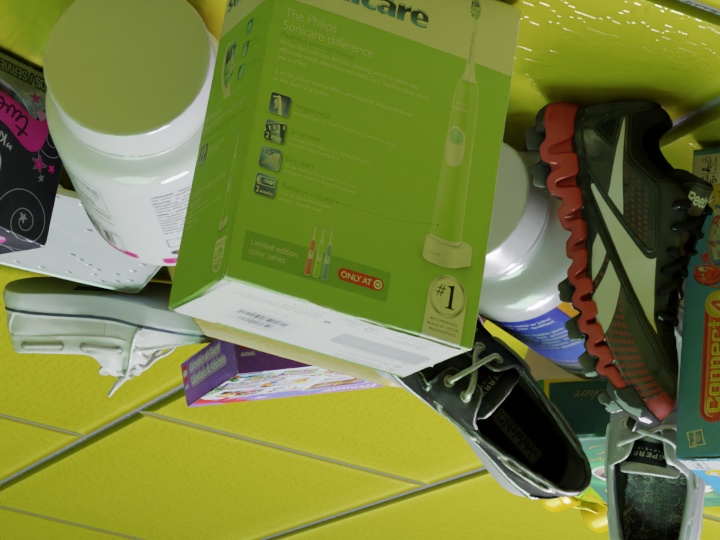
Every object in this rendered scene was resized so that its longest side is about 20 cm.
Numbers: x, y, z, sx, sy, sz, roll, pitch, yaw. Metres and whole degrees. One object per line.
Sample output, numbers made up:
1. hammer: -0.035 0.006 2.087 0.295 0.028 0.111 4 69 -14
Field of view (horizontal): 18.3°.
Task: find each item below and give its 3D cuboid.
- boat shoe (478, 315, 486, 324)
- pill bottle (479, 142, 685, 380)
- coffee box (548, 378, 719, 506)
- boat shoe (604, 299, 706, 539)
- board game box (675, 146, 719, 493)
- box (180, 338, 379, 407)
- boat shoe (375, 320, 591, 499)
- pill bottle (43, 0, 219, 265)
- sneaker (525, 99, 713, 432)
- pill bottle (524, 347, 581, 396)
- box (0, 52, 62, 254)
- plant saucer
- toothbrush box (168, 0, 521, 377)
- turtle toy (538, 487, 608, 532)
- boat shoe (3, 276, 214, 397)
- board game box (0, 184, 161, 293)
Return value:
1. boat shoe: -0.002 -0.014 1.468 0.200 0.074 0.076 36 156 -20
2. pill bottle: 0.120 -0.009 1.434 0.112 0.113 0.200 -3 159 33
3. coffee box: 0.210 0.121 1.546 0.122 0.044 0.200 -5 159 19
4. boat shoe: 0.190 0.113 1.413 0.070 0.202 0.072 3 -159 15
5. board game box: 0.261 0.049 1.398 0.056 0.201 0.196 -4 157 28
6. box: -0.028 0.068 1.765 0.199 0.039 0.137 -5 168 -23
7. boat shoe: 0.073 0.068 1.414 0.200 0.071 0.064 44 164 -17
8. pill bottle: -0.124 -0.086 1.321 0.113 0.114 0.200 8 162 5
9. sneaker: 0.164 -0.010 1.308 0.098 0.201 0.071 -15 171 20
10. pill bottle: 0.232 0.093 1.690 0.199 0.113 0.113 -4 158 33
11. box: -0.299 -0.089 1.395 0.132 0.115 0.200 -8 156 43
12. plant saucer: -0.019 0.043 1.559 0.199 0.049 0.200 16 180 19
13. toothbrush box: -0.007 -0.061 1.197 0.145 0.201 0.086 16 162 -22
14. turtle toy: 0.232 0.145 1.864 0.145 0.101 0.200 -28 148 25
15. boat shoe: -0.193 0.058 1.796 0.201 0.087 0.075 3 -164 15
16. board game box: -0.240 -0.039 1.662 0.199 0.026 0.200 13 161 -14
